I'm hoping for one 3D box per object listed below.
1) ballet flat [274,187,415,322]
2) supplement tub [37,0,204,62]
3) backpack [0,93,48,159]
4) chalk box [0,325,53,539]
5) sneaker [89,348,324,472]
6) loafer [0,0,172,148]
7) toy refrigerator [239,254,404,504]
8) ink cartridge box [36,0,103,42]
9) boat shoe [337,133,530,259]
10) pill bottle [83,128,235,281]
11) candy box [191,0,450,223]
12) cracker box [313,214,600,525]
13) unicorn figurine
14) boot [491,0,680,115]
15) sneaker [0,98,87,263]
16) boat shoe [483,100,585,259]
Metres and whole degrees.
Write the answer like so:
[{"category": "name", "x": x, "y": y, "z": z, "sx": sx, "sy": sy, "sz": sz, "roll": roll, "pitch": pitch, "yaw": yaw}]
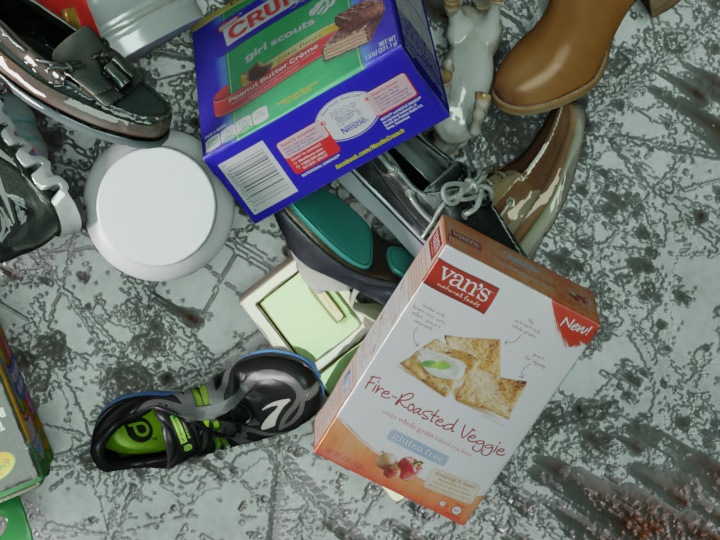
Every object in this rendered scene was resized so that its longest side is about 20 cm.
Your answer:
[{"category": "ballet flat", "x": 0.000, "y": 0.000, "z": 1.654, "sx": 0.199, "sy": 0.073, "sz": 0.073, "roll": 28, "pitch": 91, "yaw": -21}, {"category": "supplement tub", "x": -0.218, "y": -0.248, "z": 1.646, "sx": 0.144, "sy": 0.144, "sz": 0.201, "roll": -29, "pitch": 95, "yaw": -1}, {"category": "backpack", "x": -0.332, "y": -0.062, "z": 1.649, "sx": 0.199, "sy": 0.167, "sz": 0.127, "roll": -6, "pitch": 89, "yaw": -9}, {"category": "chalk box", "x": -0.312, "y": 0.126, "z": 1.676, "sx": 0.124, "sy": 0.124, "sz": 0.201, "roll": -20, "pitch": 96, "yaw": -3}, {"category": "sneaker", "x": -0.118, "y": 0.117, "z": 1.684, "sx": 0.199, "sy": 0.083, "sz": 0.071, "roll": -16, "pitch": 108, "yaw": 16}, {"category": "loafer", "x": -0.217, "y": -0.153, "z": 1.532, "sx": 0.199, "sy": 0.072, "sz": 0.063, "roll": 28, "pitch": 120, "yaw": 7}, {"category": "toy refrigerator", "x": -0.006, "y": 0.079, "z": 1.717, "sx": 0.076, "sy": 0.070, "sz": 0.200, "roll": -37, "pitch": 94, "yaw": 0}, {"category": "ink cartridge box", "x": -0.290, "y": -0.213, "z": 1.593, "sx": 0.050, "sy": 0.199, "sz": 0.162, "roll": -33, "pitch": 109, "yaw": -41}, {"category": "boat shoe", "x": 0.064, "y": -0.053, "z": 1.646, "sx": 0.199, "sy": 0.068, "sz": 0.074, "roll": 45, "pitch": 45, "yaw": 7}, {"category": "pill bottle", "x": -0.149, "y": -0.050, "z": 1.635, "sx": 0.112, "sy": 0.200, "sz": 0.113, "roll": 0, "pitch": 93, "yaw": -3}, {"category": "candy box", "x": -0.033, "y": -0.149, "z": 1.619, "sx": 0.169, "sy": 0.200, "sz": 0.077, "roll": -28, "pitch": 122, "yaw": 12}, {"category": "cracker box", "x": 0.070, "y": 0.076, "z": 1.627, "sx": 0.133, "sy": 0.058, "sz": 0.200, "roll": 26, "pitch": 112, "yaw": -12}, {"category": "unicorn figurine", "x": 0.073, "y": -0.143, "z": 1.691, "sx": 0.074, "sy": 0.137, "sz": 0.201, "roll": 28, "pitch": 77, "yaw": 5}, {"category": "boot", "x": 0.163, "y": -0.222, "z": 1.666, "sx": 0.200, "sy": 0.155, "sz": 0.074, "roll": -42, "pitch": 56, "yaw": -9}, {"category": "sneaker", "x": -0.288, "y": -0.087, "z": 1.562, "sx": 0.090, "sy": 0.066, "sz": 0.200, "roll": -38, "pitch": 85, "yaw": -25}, {"category": "boat shoe", "x": 0.114, "y": -0.048, "z": 1.716, "sx": 0.072, "sy": 0.076, "sz": 0.201, "roll": 26, "pitch": 90, "yaw": -3}]
